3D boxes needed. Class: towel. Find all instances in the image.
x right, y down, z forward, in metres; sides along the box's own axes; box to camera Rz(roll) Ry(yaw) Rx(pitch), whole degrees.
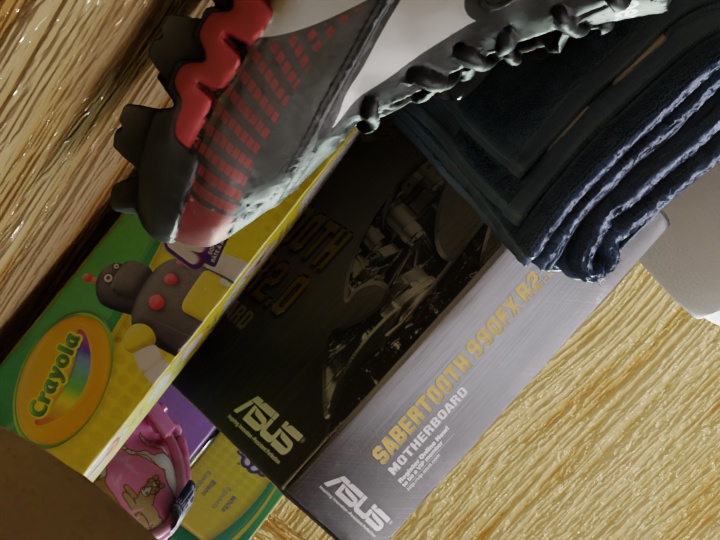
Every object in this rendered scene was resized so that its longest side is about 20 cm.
[{"bbox_3d":[0.059,-0.080,0.732,0.112,0.049,0.200,-45,-149,5],"label":"towel"}]

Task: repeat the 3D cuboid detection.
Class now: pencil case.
[{"bbox_3d":[-0.138,0.122,0.927,0.200,0.086,0.083,128,-31,-46],"label":"pencil case"}]

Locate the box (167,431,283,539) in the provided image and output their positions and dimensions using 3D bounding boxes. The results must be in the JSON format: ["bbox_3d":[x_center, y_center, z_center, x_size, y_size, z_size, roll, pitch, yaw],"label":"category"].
[{"bbox_3d":[-0.051,0.092,1.106,0.200,0.048,0.117,-53,-179,-41],"label":"box"}]

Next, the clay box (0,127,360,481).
[{"bbox_3d":[-0.073,0.012,0.743,0.200,0.048,0.115,-51,-179,-15],"label":"clay box"}]

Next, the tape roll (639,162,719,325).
[{"bbox_3d":[0.175,-0.092,0.841,0.139,0.203,0.203,-23,-163,34],"label":"tape roll"}]

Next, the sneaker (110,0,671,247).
[{"bbox_3d":[0.022,-0.075,0.553,0.201,0.098,0.071,-51,-179,2],"label":"sneaker"}]

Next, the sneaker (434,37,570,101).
[{"bbox_3d":[0.041,-0.107,0.678,0.077,0.084,0.200,-52,180,42],"label":"sneaker"}]

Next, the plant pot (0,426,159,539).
[{"bbox_3d":[-0.119,0.146,0.345,0.200,0.187,0.187,-32,165,-43],"label":"plant pot"}]

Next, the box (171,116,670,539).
[{"bbox_3d":[0.000,0.000,0.811,0.158,0.048,0.200,-48,-150,-4],"label":"box"}]

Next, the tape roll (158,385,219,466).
[{"bbox_3d":[-0.108,0.076,1.096,0.200,0.066,0.200,-52,180,0],"label":"tape roll"}]
